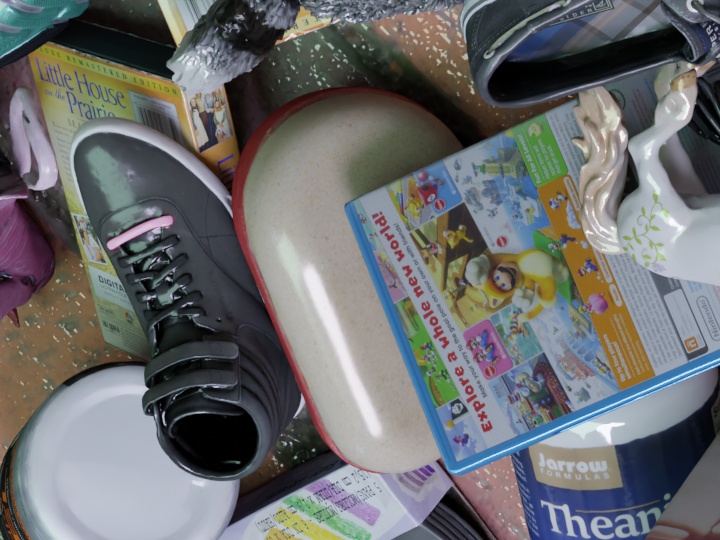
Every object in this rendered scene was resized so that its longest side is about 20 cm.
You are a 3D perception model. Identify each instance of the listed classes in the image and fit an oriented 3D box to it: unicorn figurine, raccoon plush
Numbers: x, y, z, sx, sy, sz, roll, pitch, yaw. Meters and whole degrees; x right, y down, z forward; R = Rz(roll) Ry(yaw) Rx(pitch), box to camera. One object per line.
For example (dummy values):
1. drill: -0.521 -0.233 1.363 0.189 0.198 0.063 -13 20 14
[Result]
1. unicorn figurine: 0.175 -0.015 1.095 0.200 0.074 0.137 28 115 47
2. raccoon plush: 0.023 -0.130 1.174 0.134 0.097 0.200 39 122 -19

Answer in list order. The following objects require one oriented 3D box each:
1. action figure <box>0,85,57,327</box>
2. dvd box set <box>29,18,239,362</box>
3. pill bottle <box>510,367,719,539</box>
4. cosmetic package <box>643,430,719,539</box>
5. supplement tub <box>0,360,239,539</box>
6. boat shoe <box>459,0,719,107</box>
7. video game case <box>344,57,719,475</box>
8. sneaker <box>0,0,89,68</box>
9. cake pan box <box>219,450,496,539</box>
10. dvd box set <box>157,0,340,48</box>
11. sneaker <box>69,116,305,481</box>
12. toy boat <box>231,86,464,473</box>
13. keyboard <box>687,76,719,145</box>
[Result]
1. action figure: -0.217 -0.036 1.421 0.149 0.134 0.200 -21 148 7
2. dvd box set: -0.111 -0.032 1.360 0.146 0.029 0.200 19 131 46
3. pill bottle: 0.131 0.088 1.254 0.111 0.111 0.200 3 120 33
4. cosmetic package: 0.201 0.135 1.176 0.087 0.200 0.103 11 124 27
5. supplement tub: -0.143 0.124 1.419 0.123 0.123 0.200 47 163 0
6. boat shoe: 0.137 -0.116 1.076 0.200 0.066 0.070 -12 138 16
7. video game case: 0.107 -0.007 1.170 0.200 0.018 0.143 -24 77 11
8. sneaker: -0.159 -0.193 1.282 0.200 0.074 0.088 -46 77 18
9. cake pan box: 0.011 0.195 1.450 0.200 0.052 0.184 -30 102 43
10. dvd box set: -0.053 -0.210 1.200 0.146 0.029 0.200 -20 109 11
11. sneaker: -0.090 0.019 1.258 0.071 0.099 0.200 -22 113 18
12. toy boat: 0.000 0.000 1.300 0.131 0.130 0.200 19 134 61
13. keyboard: 0.217 -0.057 1.108 0.127 0.021 0.200 -37 74 31
